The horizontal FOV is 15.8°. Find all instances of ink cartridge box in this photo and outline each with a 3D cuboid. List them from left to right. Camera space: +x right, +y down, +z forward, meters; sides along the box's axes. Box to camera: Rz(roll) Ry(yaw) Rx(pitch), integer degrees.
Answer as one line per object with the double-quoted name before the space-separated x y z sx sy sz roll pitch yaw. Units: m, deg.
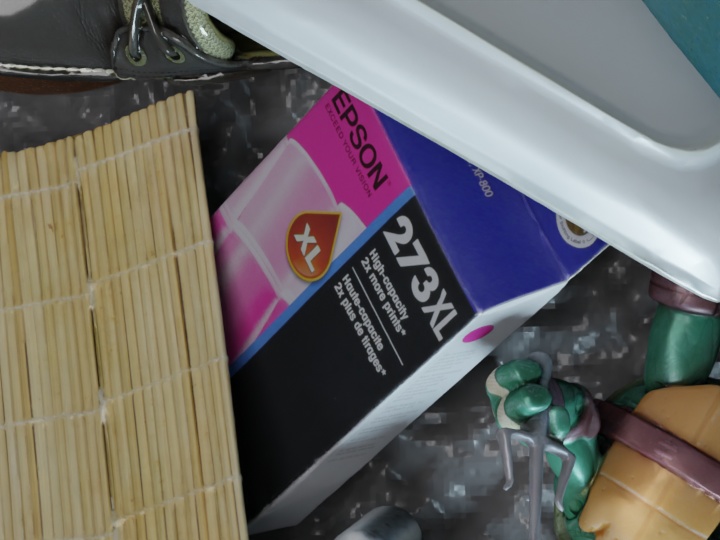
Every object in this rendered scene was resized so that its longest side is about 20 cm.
"ink cartridge box" 0.000 0.000 0.848 0.200 0.037 0.095 -43 65 40

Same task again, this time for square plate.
"square plate" 0.061 -0.121 0.781 0.199 0.028 0.199 29 64 -18

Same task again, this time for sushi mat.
"sushi mat" -0.086 0.043 0.865 0.095 0.012 0.201 -14 68 16

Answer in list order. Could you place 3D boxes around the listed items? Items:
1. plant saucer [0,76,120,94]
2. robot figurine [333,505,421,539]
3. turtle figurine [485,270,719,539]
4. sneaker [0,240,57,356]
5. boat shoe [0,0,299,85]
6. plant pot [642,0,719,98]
"plant saucer" -0.120 -0.164 0.932 0.199 0.034 0.202 0 92 18
"robot figurine" -0.018 0.180 0.872 0.169 0.113 0.201 31 100 13
"turtle figurine" 0.103 0.063 0.836 0.149 0.101 0.201 29 85 -11
"sneaker" -0.182 0.030 0.946 0.199 0.075 0.087 -32 77 8
"boat shoe" -0.053 -0.099 0.871 0.200 0.066 0.072 -6 109 2
"plant pot" 0.132 -0.148 0.711 0.200 0.200 0.188 -45 80 14
